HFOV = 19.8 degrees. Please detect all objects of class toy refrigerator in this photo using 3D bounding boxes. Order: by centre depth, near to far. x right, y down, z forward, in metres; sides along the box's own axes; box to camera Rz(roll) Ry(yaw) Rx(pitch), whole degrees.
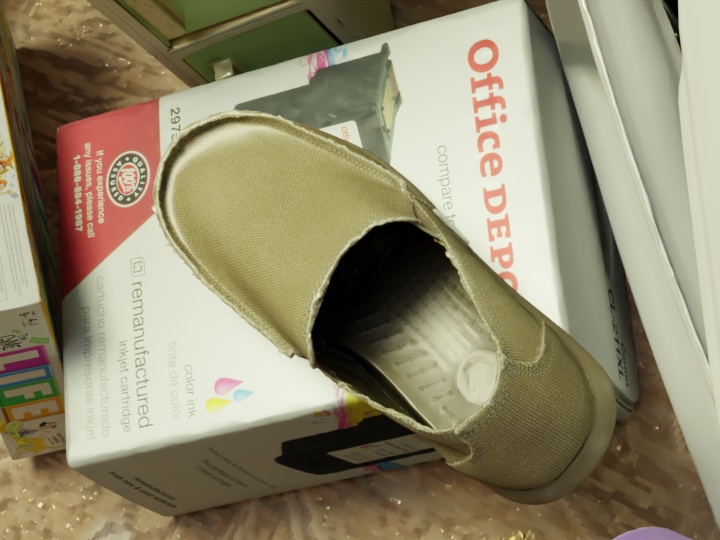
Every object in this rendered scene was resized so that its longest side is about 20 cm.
[{"bbox_3d":[-0.060,-0.125,0.784,0.076,0.200,0.070,-18,64,18],"label":"toy refrigerator"}]

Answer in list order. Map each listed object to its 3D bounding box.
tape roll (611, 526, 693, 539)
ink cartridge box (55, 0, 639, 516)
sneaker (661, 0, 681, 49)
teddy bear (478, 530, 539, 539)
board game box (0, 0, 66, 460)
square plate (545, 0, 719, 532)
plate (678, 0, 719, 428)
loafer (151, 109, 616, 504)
[{"bbox_3d":[0.086,0.183,0.600,0.085,0.200,0.201,23,81,29],"label":"tape roll"},{"bbox_3d":[-0.008,-0.003,0.782,0.199,0.083,0.146,-14,65,19],"label":"ink cartridge box"},{"bbox_3d":[0.116,-0.098,0.687,0.200,0.084,0.075,13,95,59],"label":"sneaker"},{"bbox_3d":[0.011,0.181,0.713,0.199,0.067,0.146,-25,65,15],"label":"teddy bear"},{"bbox_3d":[-0.151,-0.042,0.832,0.034,0.135,0.201,-12,64,-5],"label":"board game box"},{"bbox_3d":[0.100,-0.006,0.648,0.028,0.200,0.199,-18,77,4],"label":"square plate"},{"bbox_3d":[0.136,0.026,0.561,0.032,0.199,0.201,-21,49,27],"label":"plate"},{"bbox_3d":[0.000,0.000,0.689,0.200,0.067,0.076,34,88,30],"label":"loafer"}]
